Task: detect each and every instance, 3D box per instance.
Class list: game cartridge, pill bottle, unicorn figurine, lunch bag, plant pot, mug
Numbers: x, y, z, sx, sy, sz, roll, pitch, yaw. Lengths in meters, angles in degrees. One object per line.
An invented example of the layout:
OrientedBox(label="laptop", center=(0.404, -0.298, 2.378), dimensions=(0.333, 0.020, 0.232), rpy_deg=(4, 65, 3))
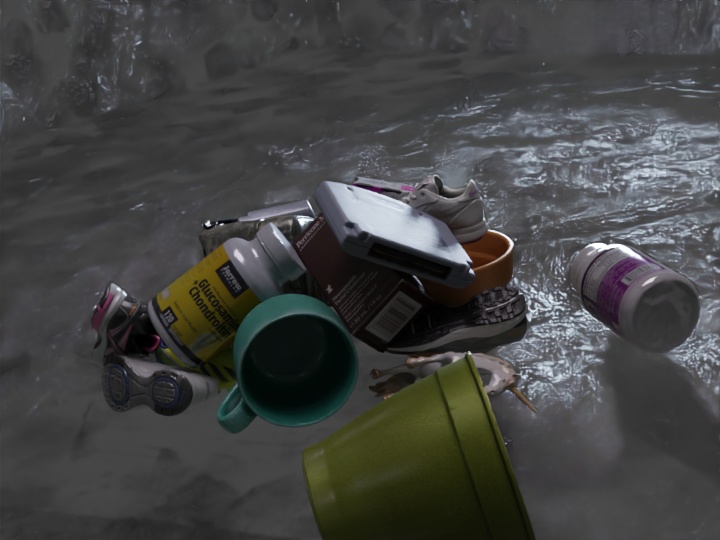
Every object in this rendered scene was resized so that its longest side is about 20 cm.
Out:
OrientedBox(label="game cartridge", center=(-0.125, -0.020, 1.843), dimensions=(0.132, 0.201, 0.042), rpy_deg=(-10, 50, -13))
OrientedBox(label="pill bottle", center=(0.365, 0.029, 1.621), dimensions=(0.111, 0.113, 0.200), rpy_deg=(-12, 20, -12))
OrientedBox(label="unicorn figurine", center=(0.103, 0.131, 1.481), dimensions=(0.136, 0.075, 0.199), rpy_deg=(-7, 10, -32))
OrientedBox(label="lunch bag", center=(-0.141, 0.021, 1.691), dimensions=(0.166, 0.202, 0.139), rpy_deg=(-7, 0, 12))
OrientedBox(label="pill bottle", center=(-0.173, 0.029, 1.568), dimensions=(0.199, 0.112, 0.112), rpy_deg=(-38, 20, 4))
OrientedBox(label="plant pot", center=(0.117, 0.037, 1.648), dimensions=(0.198, 0.141, 0.200), rpy_deg=(-6, 20, 2))
OrientedBox(label="game cartridge", center=(0.041, -0.047, 1.489), dimensions=(0.199, 0.042, 0.133), rpy_deg=(18, 22, -31))
OrientedBox(label="mug", center=(-0.101, 0.110, 1.506), dimensions=(0.183, 0.154, 0.114), rpy_deg=(-10, 19, -9))
OrientedBox(label="plant pot", center=(0.050, 0.206, 1.162), dimensions=(0.191, 0.202, 0.201), rpy_deg=(-19, 19, 3))

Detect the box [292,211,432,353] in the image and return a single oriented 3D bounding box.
OrientedBox(label="box", center=(0.000, 0.000, 1.548), dimensions=(0.100, 0.075, 0.200), rpy_deg=(-47, 43, 11))

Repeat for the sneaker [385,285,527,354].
OrientedBox(label="sneaker", center=(0.120, 0.082, 1.531), dimensions=(0.198, 0.080, 0.074), rpy_deg=(-10, 46, 11))

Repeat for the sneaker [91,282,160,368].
OrientedBox(label="sneaker", center=(-0.319, 0.098, 1.650), dimensions=(0.086, 0.200, 0.081), rpy_deg=(26, 67, 5))

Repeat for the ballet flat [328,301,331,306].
OrientedBox(label="ballet flat", center=(0.012, 0.028, 1.832), dimensions=(0.199, 0.069, 0.068), rpy_deg=(8, 12, 38))

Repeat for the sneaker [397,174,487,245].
OrientedBox(label="sneaker", center=(0.074, -0.083, 1.641), dimensions=(0.198, 0.101, 0.075), rpy_deg=(-5, 21, 12))

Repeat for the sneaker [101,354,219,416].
OrientedBox(label="sneaker", center=(-0.273, 0.156, 1.595), dimensions=(0.199, 0.075, 0.087), rpy_deg=(10, 5, 39))

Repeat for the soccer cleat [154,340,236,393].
OrientedBox(label="soccer cleat", center=(-0.210, 0.115, 1.636), dimensions=(0.199, 0.085, 0.065), rpy_deg=(7, 24, 35))

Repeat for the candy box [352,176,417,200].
OrientedBox(label="candy box", center=(0.077, -0.061, 1.871), dimensions=(0.198, 0.138, 0.061), rpy_deg=(9, 16, 2))
